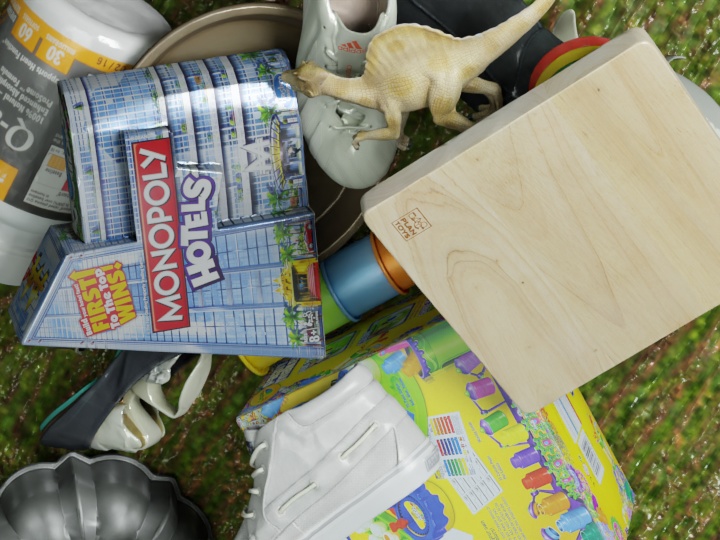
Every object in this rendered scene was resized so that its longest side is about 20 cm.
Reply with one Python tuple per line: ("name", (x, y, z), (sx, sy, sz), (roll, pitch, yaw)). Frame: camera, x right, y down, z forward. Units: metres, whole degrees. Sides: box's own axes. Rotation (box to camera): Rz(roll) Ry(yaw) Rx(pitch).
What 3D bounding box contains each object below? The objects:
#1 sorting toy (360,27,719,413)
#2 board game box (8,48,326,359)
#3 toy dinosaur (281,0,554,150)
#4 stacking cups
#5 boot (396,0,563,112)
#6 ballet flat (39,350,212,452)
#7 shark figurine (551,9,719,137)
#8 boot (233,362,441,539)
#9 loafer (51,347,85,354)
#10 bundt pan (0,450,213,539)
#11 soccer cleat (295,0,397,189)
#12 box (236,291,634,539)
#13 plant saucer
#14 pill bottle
("sorting toy", (0.130, -0.040, 1.505), (0.198, 0.070, 0.200), (-31, 126, 13))
("board game box", (-0.132, -0.027, 1.585), (0.199, 0.062, 0.201), (-11, 113, -13))
("toy dinosaur", (0.051, -0.117, 1.510), (0.199, 0.058, 0.101), (-18, 129, 16))
("stacking cups", (0.000, 0.000, 1.681), (0.200, 0.061, 0.061), (-30, 99, 17))
("boot", (0.056, -0.130, 1.604), (0.200, 0.066, 0.165), (42, 125, 14))
("ballet flat", (-0.154, 0.084, 1.711), (0.073, 0.073, 0.200), (42, 124, -4))
("shark figurine", (0.201, -0.108, 1.590), (0.214, 0.089, 0.129), (20, 126, 33))
("boot", (-0.050, 0.143, 1.609), (0.200, 0.074, 0.096), (-37, 91, 12))
("loafer", (-0.143, -0.008, 1.698), (0.070, 0.075, 0.200), (43, 110, 1))
("bundt pan", (-0.192, 0.234, 1.747), (0.201, 0.076, 0.203), (-2, 101, -11))
("soccer cleat", (-0.007, -0.140, 1.567), (0.069, 0.078, 0.201), (-9, 114, -13))
("box", (0.054, 0.128, 1.676), (0.192, 0.122, 0.201), (-25, 101, 17))
("plant saucer", (-0.076, -0.084, 1.631), (0.199, 0.029, 0.201), (-7, 115, -15))
("pill bottle", (-0.215, -0.097, 1.663), (0.116, 0.116, 0.200), (30, 110, 1))
